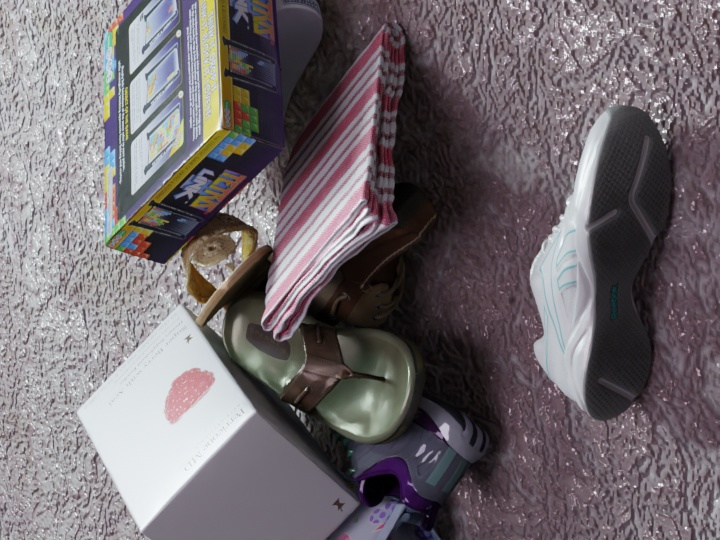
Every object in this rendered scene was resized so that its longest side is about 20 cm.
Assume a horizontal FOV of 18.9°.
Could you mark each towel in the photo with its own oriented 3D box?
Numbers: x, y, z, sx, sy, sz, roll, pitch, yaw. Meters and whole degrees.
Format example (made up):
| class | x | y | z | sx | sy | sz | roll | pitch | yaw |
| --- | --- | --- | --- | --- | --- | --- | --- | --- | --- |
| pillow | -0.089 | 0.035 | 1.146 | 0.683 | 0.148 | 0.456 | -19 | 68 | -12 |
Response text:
| class | x | y | z | sx | sy | sz | roll | pitch | yaw |
| --- | --- | --- | --- | --- | --- | --- | --- | --- | --- |
| towel | -0.015 | -0.062 | 1.504 | 0.146 | 0.030 | 0.201 | -48 | 24 | 39 |

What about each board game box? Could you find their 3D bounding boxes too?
| class | x | y | z | sx | sy | sz | roll | pitch | yaw |
| --- | --- | --- | --- | --- | --- | --- | --- | --- | --- |
| board game box | -0.124 | -0.132 | 1.566 | 0.165 | 0.056 | 0.201 | -39 | 44 | 41 |

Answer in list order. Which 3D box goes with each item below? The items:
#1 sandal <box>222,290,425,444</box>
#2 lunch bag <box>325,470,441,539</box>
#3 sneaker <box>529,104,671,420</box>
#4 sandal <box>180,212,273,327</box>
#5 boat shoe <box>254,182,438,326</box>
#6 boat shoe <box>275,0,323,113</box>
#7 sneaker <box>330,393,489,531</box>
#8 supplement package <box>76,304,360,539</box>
| class | x | y | z | sx | sy | sz | roll | pitch | yaw |
| --- | --- | --- | --- | --- | --- | --- | --- | --- | --- |
| sandal | -0.035 | 0.068 | 1.510 | 0.200 | 0.057 | 0.080 | 18 | 98 | 41 |
| lunch bag | -0.026 | 0.249 | 1.598 | 0.169 | 0.127 | 0.202 | 16 | 99 | 51 |
| sneaker | 0.141 | -0.010 | 1.353 | 0.080 | 0.070 | 0.202 | 32 | 123 | 49 |
| sandal | -0.109 | -0.010 | 1.600 | 0.070 | 0.078 | 0.212 | 44 | -178 | 3 |
| boat shoe | 0.000 | 0.000 | 1.557 | 0.074 | 0.076 | 0.200 | 47 | 146 | -8 |
| boat shoe | -0.086 | -0.149 | 1.641 | 0.200 | 0.073 | 0.066 | -50 | 37 | 36 |
| sneaker | 0.000 | 0.115 | 1.545 | 0.199 | 0.074 | 0.088 | 23 | 80 | 49 |
| supplement package | -0.107 | 0.136 | 1.584 | 0.121 | 0.120 | 0.200 | -46 | 30 | 1 |
